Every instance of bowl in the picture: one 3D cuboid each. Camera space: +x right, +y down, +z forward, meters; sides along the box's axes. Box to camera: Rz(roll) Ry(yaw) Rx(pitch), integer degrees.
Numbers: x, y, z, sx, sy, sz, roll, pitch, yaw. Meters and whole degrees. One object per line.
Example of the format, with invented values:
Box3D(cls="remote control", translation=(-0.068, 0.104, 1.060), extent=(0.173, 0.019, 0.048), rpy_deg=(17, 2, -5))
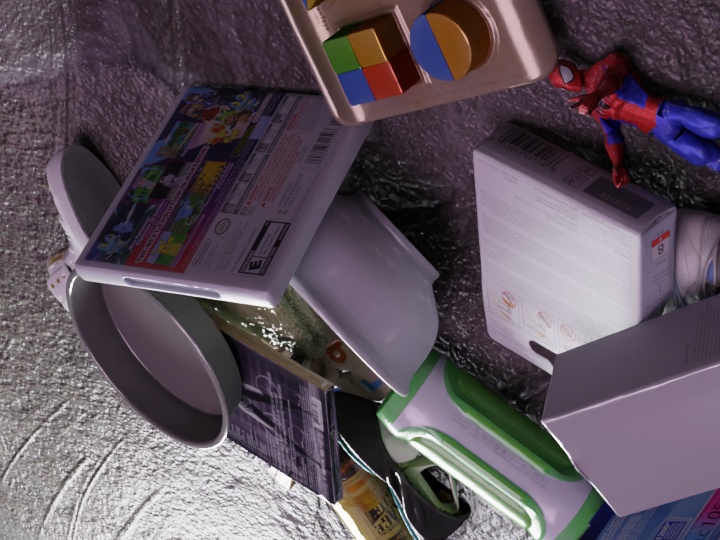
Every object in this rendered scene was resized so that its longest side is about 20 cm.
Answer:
Box3D(cls="bowl", translation=(0.000, 0.000, 1.318), extent=(0.201, 0.090, 0.201), rpy_deg=(47, -179, -2))

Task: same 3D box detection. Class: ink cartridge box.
Box3D(cls="ink cartridge box", translation=(0.262, 0.198, 1.293), extent=(0.076, 0.136, 0.200), rpy_deg=(48, 155, -11))
Box3D(cls="ink cartridge box", translation=(0.163, 0.004, 1.243), extent=(0.162, 0.050, 0.200), rpy_deg=(31, 147, 35))

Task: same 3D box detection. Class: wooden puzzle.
Box3D(cls="wooden puzzle", translation=(0.021, -0.198, 1.170), extent=(0.200, 0.046, 0.186), rpy_deg=(-11, 112, 39))

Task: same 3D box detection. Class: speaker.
Box3D(cls="speaker", translation=(0.114, 0.154, 1.415), extent=(0.200, 0.089, 0.089), rpy_deg=(36, 139, 0))

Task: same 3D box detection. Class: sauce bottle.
Box3D(cls="sauce bottle", translation=(0.020, 0.237, 1.570), extent=(0.066, 0.066, 0.200), rpy_deg=(-6, 131, 38))

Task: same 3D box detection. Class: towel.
Box3D(cls="towel", translation=(-0.113, 0.006, 1.389), extent=(0.148, 0.037, 0.200), rpy_deg=(21, 161, 31))

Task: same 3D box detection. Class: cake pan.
Box3D(cls="cake pan", translation=(-0.178, 0.068, 1.444), extent=(0.200, 0.037, 0.201), rpy_deg=(32, 145, 26))

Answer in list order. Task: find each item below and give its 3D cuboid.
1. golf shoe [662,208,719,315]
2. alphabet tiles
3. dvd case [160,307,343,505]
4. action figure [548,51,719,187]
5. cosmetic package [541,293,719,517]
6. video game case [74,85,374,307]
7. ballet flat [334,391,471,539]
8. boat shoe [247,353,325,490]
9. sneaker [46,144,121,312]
Box3D(cls="golf shoe", translation=(0.258, 0.036, 1.236), extent=(0.097, 0.078, 0.201), rpy_deg=(25, 135, 38))
Box3D(cls="alphabet tiles", translation=(-0.055, 0.051, 1.489), extent=(0.200, 0.015, 0.196), rpy_deg=(43, 138, -8))
Box3D(cls="dvd case", translation=(-0.097, 0.110, 1.444), extent=(0.200, 0.016, 0.149), rpy_deg=(28, 141, 30))
Box3D(cls="action figure", translation=(0.211, -0.087, 1.126), extent=(0.200, 0.099, 0.065), rpy_deg=(28, 138, 14))
Box3D(cls="cosmetic package", translation=(0.242, 0.090, 1.158), extent=(0.200, 0.081, 0.113), rpy_deg=(-21, 120, 33))
Box3D(cls="video game case", translation=(-0.104, -0.063, 1.280), extent=(0.182, 0.200, 0.023), rpy_deg=(7, 144, 29))
Box3D(cls="ballet flat", translation=(0.041, 0.171, 1.499), extent=(0.068, 0.068, 0.200), rpy_deg=(-24, 126, 17))
Box3D(cls="boat shoe", translation=(-0.074, 0.137, 1.512), extent=(0.065, 0.072, 0.200), rpy_deg=(21, 149, 7))
Box3D(cls="sneaker", translation=(-0.261, -0.023, 1.518), extent=(0.115, 0.074, 0.200), rpy_deg=(-5, 125, 34))
